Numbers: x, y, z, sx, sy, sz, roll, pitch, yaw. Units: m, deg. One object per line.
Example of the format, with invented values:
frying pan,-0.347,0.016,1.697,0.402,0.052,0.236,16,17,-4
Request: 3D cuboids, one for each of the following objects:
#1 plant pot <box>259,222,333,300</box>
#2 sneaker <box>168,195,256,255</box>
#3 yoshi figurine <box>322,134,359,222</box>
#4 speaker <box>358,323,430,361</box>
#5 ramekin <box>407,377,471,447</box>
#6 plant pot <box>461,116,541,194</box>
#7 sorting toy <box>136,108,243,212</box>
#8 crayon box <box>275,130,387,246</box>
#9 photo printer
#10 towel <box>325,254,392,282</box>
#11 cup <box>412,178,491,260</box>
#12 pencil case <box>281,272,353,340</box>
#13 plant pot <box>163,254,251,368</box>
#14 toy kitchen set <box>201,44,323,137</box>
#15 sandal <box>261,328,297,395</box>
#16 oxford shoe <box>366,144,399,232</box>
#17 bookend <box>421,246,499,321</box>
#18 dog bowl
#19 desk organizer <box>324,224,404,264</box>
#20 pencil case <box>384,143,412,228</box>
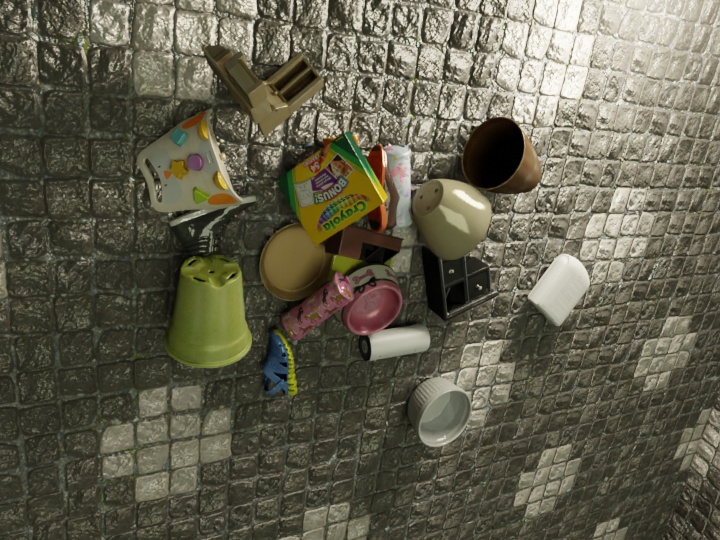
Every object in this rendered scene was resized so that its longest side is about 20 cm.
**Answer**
plant pot,-0.159,-0.024,1.493,0.195,0.027,0.206,-11,116,-24
sneaker,-0.314,-0.098,1.337,0.196,0.071,0.102,-22,104,-11
yoshi figurine,-0.040,-0.218,1.448,0.112,0.109,0.206,-31,117,-61
speaker,0.098,0.202,1.703,0.195,0.081,0.083,-6,115,-26
ramekin,0.238,0.429,1.867,0.195,0.105,0.206,-12,118,-23
plant pot,0.398,-0.282,1.608,0.197,0.186,0.191,14,106,-47
sorting toy,-0.364,-0.207,1.241,0.175,0.107,0.205,-18,98,7
crayon box,-0.065,-0.184,1.365,0.197,0.058,0.175,-29,98,20
photo printer,0.647,0.057,1.944,0.165,0.069,0.202,36,92,-35
towel,0.000,0.000,1.582,0.196,0.018,0.088,7,102,-38
cup,0.211,-0.150,1.527,0.142,0.200,0.203,31,96,-38
pencil case,-0.106,0.090,1.504,0.198,0.088,0.082,-37,142,19
plant pot,-0.331,0.076,1.324,0.195,0.201,0.189,-5,122,-26
toy kitchen set,-0.197,-0.421,1.222,0.180,0.200,0.164,-41,83,-6
sandal,-0.216,0.247,1.556,0.085,0.080,0.205,-13,116,-18
oxford shoe,0.054,-0.198,1.450,0.071,0.070,0.206,-10,105,-38
bookend,0.286,0.005,1.709,0.196,0.092,0.203,-21,120,-20
dog bowl,0.024,0.084,1.583,0.195,0.074,0.204,-17,135,-18
desk organizer,0.010,-0.064,1.518,0.196,0.071,0.079,12,91,-38
pencil case,0.090,-0.208,1.512,0.089,0.083,0.205,-17,119,-22
